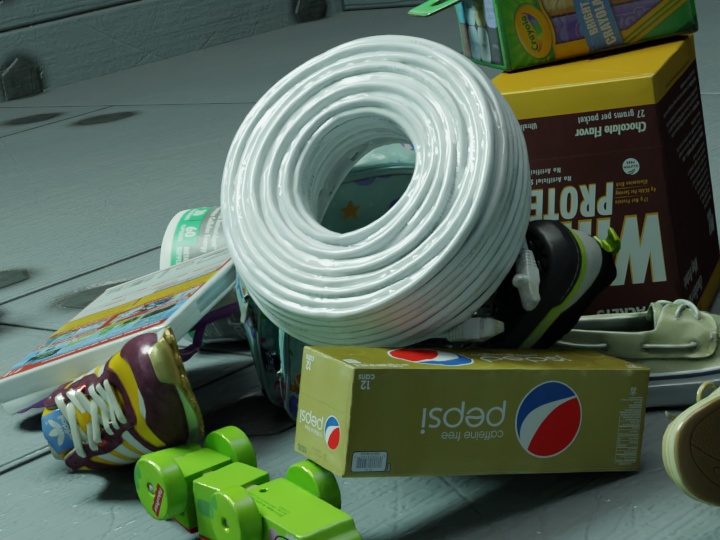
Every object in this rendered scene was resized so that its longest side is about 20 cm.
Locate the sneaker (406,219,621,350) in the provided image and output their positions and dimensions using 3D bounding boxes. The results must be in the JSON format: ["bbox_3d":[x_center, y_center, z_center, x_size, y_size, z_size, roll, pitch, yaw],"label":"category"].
[{"bbox_3d":[0.093,0.047,1.145,0.083,0.072,0.200,6,-42,-44],"label":"sneaker"}]

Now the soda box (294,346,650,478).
[{"bbox_3d":[0.067,0.081,1.048,0.200,0.064,0.068,3,7,-27],"label":"soda box"}]

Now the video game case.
[{"bbox_3d":[-0.159,0.032,1.291,0.143,0.017,0.200,-19,12,21],"label":"video game case"}]

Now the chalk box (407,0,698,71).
[{"bbox_3d":[0.135,-0.225,1.374,0.200,0.124,0.124,-12,13,-10],"label":"chalk box"}]

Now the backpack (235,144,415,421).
[{"bbox_3d":[0.000,0.000,1.249,0.177,0.200,0.151,-10,33,-8],"label":"backpack"}]

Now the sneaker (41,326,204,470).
[{"bbox_3d":[-0.157,0.093,1.159,0.090,0.075,0.200,-16,-14,-15],"label":"sneaker"}]

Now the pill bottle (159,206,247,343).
[{"bbox_3d":[-0.051,-0.002,1.466,0.200,0.113,0.113,-5,14,18],"label":"pill bottle"}]

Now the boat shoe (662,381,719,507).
[{"bbox_3d":[0.236,0.090,1.008,0.200,0.073,0.063,-6,3,-35],"label":"boat shoe"}]

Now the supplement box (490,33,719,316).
[{"bbox_3d":[0.181,-0.056,1.342,0.132,0.200,0.197,-5,14,20],"label":"supplement box"}]

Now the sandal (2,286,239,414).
[{"bbox_3d":[-0.174,0.070,1.381,0.202,0.050,0.082,-25,2,-9],"label":"sandal"}]

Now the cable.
[{"bbox_3d":[0.006,-0.047,1.104,0.200,0.200,0.069,-12,-27,22],"label":"cable"}]

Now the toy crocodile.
[{"bbox_3d":[-0.070,0.137,1.045,0.067,0.062,0.200,-19,21,-36],"label":"toy crocodile"}]

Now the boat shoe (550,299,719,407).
[{"bbox_3d":[0.202,0.051,1.183,0.199,0.062,0.072,-9,14,1],"label":"boat shoe"}]
